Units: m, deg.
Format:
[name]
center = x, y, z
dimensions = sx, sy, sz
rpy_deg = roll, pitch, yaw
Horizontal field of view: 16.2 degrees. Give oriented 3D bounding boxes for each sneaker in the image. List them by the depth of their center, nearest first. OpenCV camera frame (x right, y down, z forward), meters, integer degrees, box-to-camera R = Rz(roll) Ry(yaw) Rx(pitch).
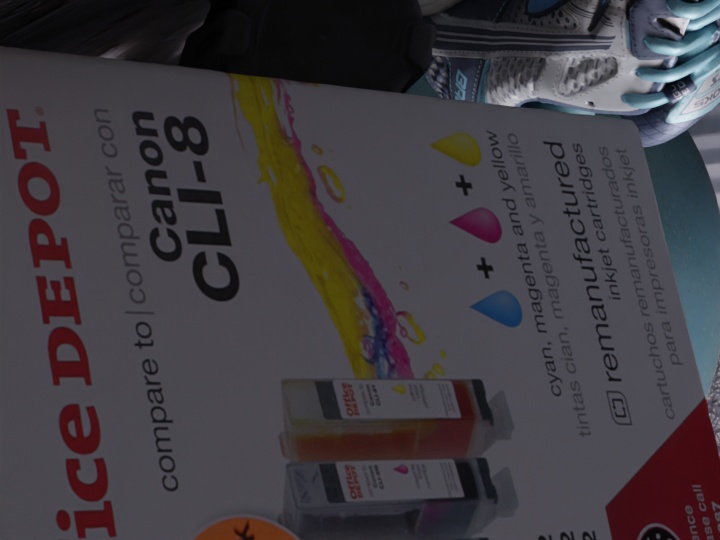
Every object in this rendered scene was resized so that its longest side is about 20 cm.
[sneaker]
center = 0.077, -0.082, 0.611
dimensions = 0.077, 0.087, 0.200
rpy_deg = -29, -179, -29

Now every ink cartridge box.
[ink cartridge box]
center = -0.039, 0.050, 0.548
dimensions = 0.199, 0.146, 0.144
rpy_deg = 3, 159, -40

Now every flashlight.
[flashlight]
center = -0.040, -0.032, 0.664
dimensions = 0.068, 0.068, 0.200
rpy_deg = -14, 176, -19

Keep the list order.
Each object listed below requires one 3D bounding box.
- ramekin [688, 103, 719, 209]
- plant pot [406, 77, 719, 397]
[ramekin]
center = 0.163, -0.072, 0.994
dimensions = 0.105, 0.201, 0.200
rpy_deg = -8, -172, 22
[plant pot]
center = 0.000, 0.000, 0.818
dimensions = 0.200, 0.201, 0.135
rpy_deg = -28, 156, 26
